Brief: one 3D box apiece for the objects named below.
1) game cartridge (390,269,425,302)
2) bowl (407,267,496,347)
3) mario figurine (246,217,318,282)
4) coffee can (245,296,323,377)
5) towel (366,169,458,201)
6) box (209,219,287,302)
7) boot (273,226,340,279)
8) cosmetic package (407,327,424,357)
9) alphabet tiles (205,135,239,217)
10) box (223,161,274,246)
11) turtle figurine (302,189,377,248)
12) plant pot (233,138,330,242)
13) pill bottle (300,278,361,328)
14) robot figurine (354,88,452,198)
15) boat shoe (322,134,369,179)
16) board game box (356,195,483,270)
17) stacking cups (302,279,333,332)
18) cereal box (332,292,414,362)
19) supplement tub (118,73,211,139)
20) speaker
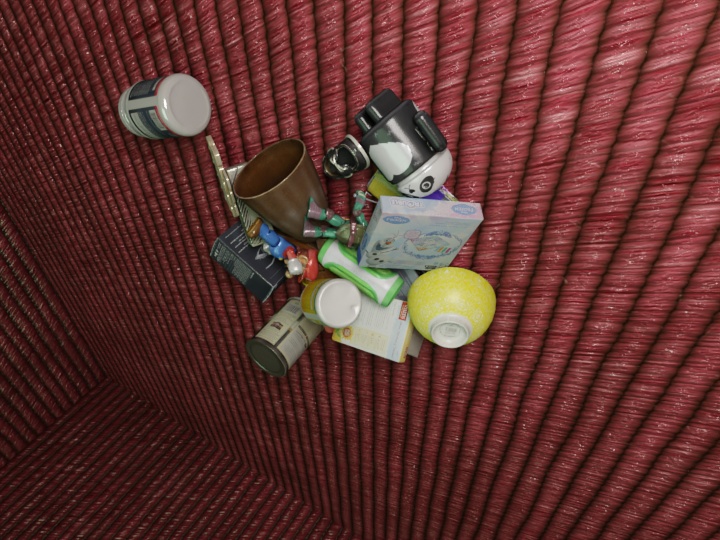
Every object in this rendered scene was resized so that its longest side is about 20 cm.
[{"bbox_3d":[0.111,0.042,1.226,0.133,0.040,0.200,-13,117,42],"label":"game cartridge"},{"bbox_3d":[0.197,0.104,1.103,0.199,0.108,0.201,5,129,7],"label":"bowl"},{"bbox_3d":[-0.191,-0.033,1.215,0.200,0.124,0.106,38,125,-15],"label":"mario figurine"},{"bbox_3d":[-0.222,0.196,1.514,0.146,0.200,0.147,23,138,22],"label":"coffee can"},{"bbox_3d":[0.110,-0.152,1.055,0.200,0.023,0.144,42,141,-1],"label":"towel"},{"bbox_3d":[-0.281,-0.039,1.384,0.200,0.148,0.104,43,141,-1],"label":"box"},{"bbox_3d":[-0.133,-0.045,1.318,0.199,0.074,0.155,18,139,30],"label":"boot"},{"bbox_3d":[0.056,0.156,1.317,0.199,0.073,0.103,16,171,30],"label":"cosmetic package"},{"bbox_3d":[-0.348,-0.233,1.273,0.200,0.015,0.196,85,159,-47],"label":"alphabet tiles"},{"bbox_3d":[-0.278,-0.167,1.275,0.082,0.068,0.201,29,138,66],"label":"box"},{"bbox_3d":[-0.020,-0.098,1.095,0.199,0.101,0.150,9,123,-12],"label":"turtle figurine"},{"bbox_3d":[-0.155,-0.164,1.162,0.186,0.187,0.200,3,145,38],"label":"plant pot"},{"bbox_3d":[-0.080,0.076,1.215,0.113,0.113,0.200,51,162,-12],"label":"pill bottle"},{"bbox_3d":[0.079,-0.227,0.926,0.125,0.150,0.200,-38,101,9],"label":"robot figurine"},{"bbox_3d":[-0.036,-0.220,1.006,0.074,0.060,0.200,56,172,-15],"label":"boat shoe"},{"bbox_3d":[0.111,-0.068,1.010,0.199,0.044,0.199,3,151,-14],"label":"board game box"},{"bbox_3d":[-0.106,0.097,1.439,0.060,0.061,0.201,8,132,34],"label":"stacking cups"},{"bbox_3d":[0.034,0.129,1.247,0.199,0.144,0.039,15,179,30],"label":"cereal box"},{"bbox_3d":[-0.473,-0.391,1.219,0.199,0.140,0.141,7,130,35],"label":"supplement tub"},{"bbox_3d":[0.000,0.000,1.185,0.200,0.088,0.089,34,141,9],"label":"speaker"}]
